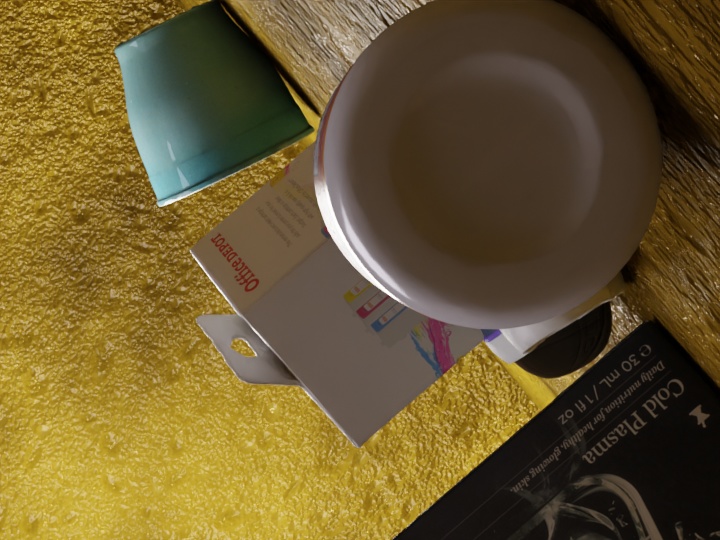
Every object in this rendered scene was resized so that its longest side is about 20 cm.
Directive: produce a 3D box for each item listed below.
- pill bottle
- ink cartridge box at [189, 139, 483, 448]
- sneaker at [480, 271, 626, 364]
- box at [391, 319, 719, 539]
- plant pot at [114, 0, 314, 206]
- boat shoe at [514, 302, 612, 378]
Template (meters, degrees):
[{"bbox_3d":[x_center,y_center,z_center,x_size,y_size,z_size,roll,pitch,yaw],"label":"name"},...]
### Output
[{"bbox_3d":[0.039,-0.039,0.779,0.112,0.112,0.200,49,179,-3],"label":"pill bottle"},{"bbox_3d":[0.000,0.000,1.320,0.125,0.200,0.129,50,179,-26],"label":"ink cartridge box"},{"bbox_3d":[0.067,-0.032,1.098,0.147,0.081,0.200,57,-177,4],"label":"sneaker"},{"bbox_3d":[0.151,0.170,1.185,0.197,0.200,0.124,49,178,11],"label":"box"},{"bbox_3d":[-0.181,-0.200,2.426,0.188,0.200,0.200,64,177,-6],"label":"plant pot"},{"bbox_3d":[0.087,-0.011,1.220,0.200,0.073,0.065,55,-174,-47],"label":"boat shoe"}]
